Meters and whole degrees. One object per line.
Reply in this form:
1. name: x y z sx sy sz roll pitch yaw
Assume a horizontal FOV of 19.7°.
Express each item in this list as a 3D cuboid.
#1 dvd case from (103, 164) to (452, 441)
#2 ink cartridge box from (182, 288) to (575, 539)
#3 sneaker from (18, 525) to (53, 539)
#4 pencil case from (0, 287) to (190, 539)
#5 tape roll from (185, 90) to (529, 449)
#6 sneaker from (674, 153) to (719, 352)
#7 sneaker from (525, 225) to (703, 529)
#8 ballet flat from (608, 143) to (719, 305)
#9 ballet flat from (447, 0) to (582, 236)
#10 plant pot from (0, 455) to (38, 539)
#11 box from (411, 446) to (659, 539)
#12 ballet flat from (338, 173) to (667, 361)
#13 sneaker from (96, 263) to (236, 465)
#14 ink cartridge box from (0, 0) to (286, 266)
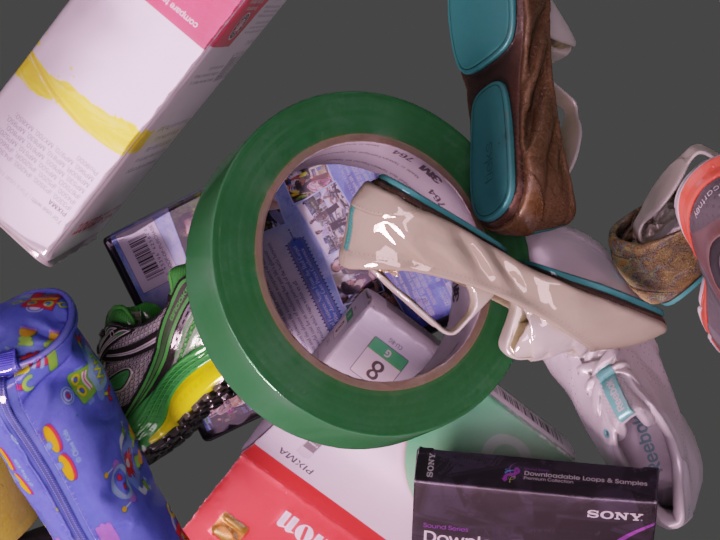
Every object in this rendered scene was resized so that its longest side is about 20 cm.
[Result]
1. dvd case: -0.040 0.001 1.272 0.199 0.018 0.143 -26 96 8
2. ink cartridge box: 0.007 0.137 1.262 0.161 0.050 0.200 36 98 -10
3. sneaker: -0.173 0.243 1.294 0.075 0.106 0.201 25 133 41
4. pencil case: -0.160 0.111 1.171 0.078 0.087 0.201 -18 116 10
5. tape roll: 0.000 0.000 1.187 0.199 0.048 0.202 6 75 -23
6. sneaker: 0.234 0.025 1.181 0.077 0.082 0.200 -29 131 9
7. sneaker: 0.149 0.062 1.228 0.075 0.088 0.201 -30 94 10
8. ballet flat: 0.227 -0.061 1.211 0.200 0.071 0.071 -41 93 12
9. ballet flat: 0.096 -0.112 1.209 0.072 0.068 0.201 10 64 -35
10. plant pot: -0.268 0.111 1.226 0.199 0.200 0.142 -32 101 9
11. box: 0.099 0.196 1.236 0.142 0.036 0.201 4 124 5
12. ballet flat: 0.077 0.014 1.162 0.199 0.069 0.070 25 100 -13
13. sneaker: -0.133 0.068 1.254 0.200 0.078 0.085 -41 80 25
14. ink cartridge box: -0.138 -0.112 1.200 0.083 0.145 0.200 39 100 0
